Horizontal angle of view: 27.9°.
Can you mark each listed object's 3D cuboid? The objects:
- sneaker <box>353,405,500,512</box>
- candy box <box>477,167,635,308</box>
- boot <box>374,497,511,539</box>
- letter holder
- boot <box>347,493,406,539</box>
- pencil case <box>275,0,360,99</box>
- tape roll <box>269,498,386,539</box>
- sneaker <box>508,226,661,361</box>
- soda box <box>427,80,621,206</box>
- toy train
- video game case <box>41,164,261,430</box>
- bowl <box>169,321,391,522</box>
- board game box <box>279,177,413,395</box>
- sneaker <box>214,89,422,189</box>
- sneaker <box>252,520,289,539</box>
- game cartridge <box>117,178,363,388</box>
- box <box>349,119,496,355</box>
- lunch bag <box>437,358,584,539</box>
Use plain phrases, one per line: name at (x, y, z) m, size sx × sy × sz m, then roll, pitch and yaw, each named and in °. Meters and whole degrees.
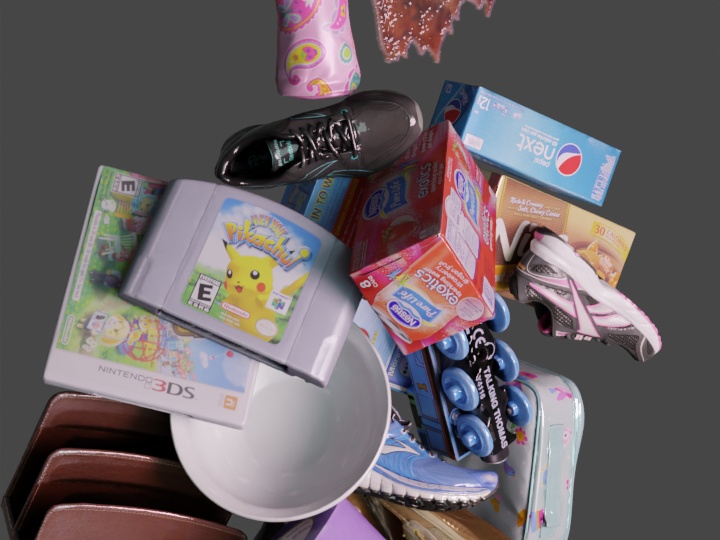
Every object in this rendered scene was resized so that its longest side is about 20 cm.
sneaker at (0.038, 0.174, 1.381) m, size 0.198 × 0.079 × 0.090 m, roll 14°, pitch 74°, yaw 0°
candy box at (0.188, -0.021, 1.537) m, size 0.199 × 0.055 × 0.117 m, roll 20°, pitch 92°, yaw -32°
boot at (0.057, 0.299, 1.457) m, size 0.156 × 0.199 × 0.073 m, roll -60°, pitch 167°, yaw 17°
letter holder at (-0.200, 0.202, 1.310) m, size 0.198 × 0.101 × 0.143 m, roll 16°, pitch 114°, yaw -32°
boot at (0.002, 0.318, 1.500) m, size 0.187 × 0.068 × 0.201 m, roll -33°, pitch 112°, yaw -13°
pencil case at (-0.043, -0.259, 1.333) m, size 0.087 × 0.087 × 0.202 m, roll -9°, pitch 103°, yaw -28°
tape roll at (-0.060, 0.298, 1.298) m, size 0.085 × 0.200 × 0.200 m, roll 46°, pitch 76°, yaw -5°
sneaker at (0.225, 0.040, 1.509) m, size 0.200 × 0.080 × 0.086 m, roll 39°, pitch 95°, yaw -25°
soda box at (0.169, -0.130, 1.495) m, size 0.199 × 0.068 × 0.065 m, roll 20°, pitch 91°, yaw -32°
toy train at (0.094, 0.093, 1.408) m, size 0.086 × 0.114 × 0.202 m, roll -31°, pitch 117°, yaw -32°
video game case at (-0.168, 0.022, 1.281) m, size 0.180 × 0.022 × 0.202 m, roll 14°, pitch 72°, yaw -7°
bowl at (-0.068, 0.134, 1.319) m, size 0.199 × 0.090 × 0.203 m, roll -1°, pitch 71°, yaw 4°
board game box at (0.000, 0.000, 1.432) m, size 0.195 × 0.056 × 0.202 m, roll 21°, pitch 90°, yaw -32°
sneaker at (-0.040, -0.109, 1.314) m, size 0.198 × 0.079 × 0.076 m, roll -16°, pitch 98°, yaw 14°
sneaker at (-0.080, 0.197, 1.429) m, size 0.115 × 0.075 × 0.201 m, roll 43°, pitch 73°, yaw -21°
game cartridge at (-0.096, 0.003, 1.272) m, size 0.198 × 0.041 × 0.134 m, roll 24°, pitch 68°, yaw -5°
box at (0.060, -0.033, 1.307) m, size 0.095 × 0.201 × 0.100 m, roll -24°, pitch 119°, yaw 21°
lunch bag at (0.156, 0.197, 1.502) m, size 0.076 × 0.160 × 0.202 m, roll -3°, pitch 101°, yaw -38°
